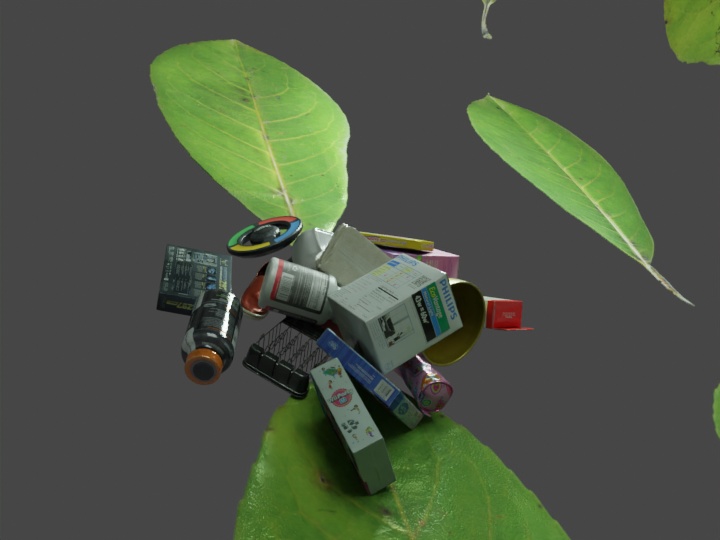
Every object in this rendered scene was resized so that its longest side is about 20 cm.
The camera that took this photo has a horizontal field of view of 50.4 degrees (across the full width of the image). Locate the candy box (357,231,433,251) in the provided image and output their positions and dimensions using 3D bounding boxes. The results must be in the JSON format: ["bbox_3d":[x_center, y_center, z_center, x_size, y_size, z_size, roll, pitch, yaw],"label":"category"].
[{"bbox_3d":[0.075,-0.073,1.887,0.195,0.027,0.102,9,5,23],"label":"candy box"}]

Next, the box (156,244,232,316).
[{"bbox_3d":[-0.365,0.025,1.699,0.154,0.052,0.202,10,32,-15],"label":"box"}]

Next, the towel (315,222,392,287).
[{"bbox_3d":[0.000,0.000,1.731,0.199,0.034,0.134,39,71,-16],"label":"towel"}]

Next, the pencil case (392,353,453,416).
[{"bbox_3d":[0.118,0.218,1.615,0.085,0.089,0.200,3,26,-25],"label":"pencil case"}]

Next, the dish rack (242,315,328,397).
[{"bbox_3d":[-0.136,0.168,1.605,0.151,0.055,0.200,28,30,12],"label":"dish rack"}]

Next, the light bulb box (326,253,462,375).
[{"bbox_3d":[0.068,0.082,1.558,0.197,0.127,0.198,-28,23,-16],"label":"light bulb box"}]

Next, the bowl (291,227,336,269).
[{"bbox_3d":[-0.060,-0.027,1.813,0.196,0.076,0.201,18,22,-19],"label":"bowl"}]

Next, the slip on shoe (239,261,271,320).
[{"bbox_3d":[-0.226,0.044,1.739,0.073,0.062,0.201,21,32,-1],"label":"slip on shoe"}]

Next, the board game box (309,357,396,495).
[{"bbox_3d":[-0.015,0.283,1.395,0.063,0.149,0.201,-24,45,-10],"label":"board game box"}]

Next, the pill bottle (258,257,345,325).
[{"bbox_3d":[-0.114,0.052,1.647,0.196,0.112,0.112,17,30,-12],"label":"pill bottle"}]

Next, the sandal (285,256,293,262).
[{"bbox_3d":[-0.143,0.017,1.829,0.074,0.049,0.201,-16,28,1],"label":"sandal"}]

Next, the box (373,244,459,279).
[{"bbox_3d":[0.116,-0.005,1.907,0.196,0.099,0.175,0,10,-28],"label":"box"}]

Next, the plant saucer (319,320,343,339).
[{"bbox_3d":[-0.036,0.084,1.770,0.197,0.037,0.200,29,32,14],"label":"plant saucer"}]

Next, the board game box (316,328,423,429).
[{"bbox_3d":[0.021,0.217,1.510,0.199,0.044,0.199,38,-6,29],"label":"board game box"}]

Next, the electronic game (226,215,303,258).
[{"bbox_3d":[-0.235,-0.086,1.877,0.195,0.042,0.201,-15,24,7],"label":"electronic game"}]

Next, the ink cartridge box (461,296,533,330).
[{"bbox_3d":[0.309,0.101,1.841,0.114,0.069,0.198,2,3,-43],"label":"ink cartridge box"}]

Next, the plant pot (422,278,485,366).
[{"bbox_3d":[0.171,0.100,1.773,0.196,0.205,0.141,-5,20,-34],"label":"plant pot"}]

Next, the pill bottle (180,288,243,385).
[{"bbox_3d":[-0.296,0.134,1.513,0.104,0.108,0.202,14,32,-8],"label":"pill bottle"}]
